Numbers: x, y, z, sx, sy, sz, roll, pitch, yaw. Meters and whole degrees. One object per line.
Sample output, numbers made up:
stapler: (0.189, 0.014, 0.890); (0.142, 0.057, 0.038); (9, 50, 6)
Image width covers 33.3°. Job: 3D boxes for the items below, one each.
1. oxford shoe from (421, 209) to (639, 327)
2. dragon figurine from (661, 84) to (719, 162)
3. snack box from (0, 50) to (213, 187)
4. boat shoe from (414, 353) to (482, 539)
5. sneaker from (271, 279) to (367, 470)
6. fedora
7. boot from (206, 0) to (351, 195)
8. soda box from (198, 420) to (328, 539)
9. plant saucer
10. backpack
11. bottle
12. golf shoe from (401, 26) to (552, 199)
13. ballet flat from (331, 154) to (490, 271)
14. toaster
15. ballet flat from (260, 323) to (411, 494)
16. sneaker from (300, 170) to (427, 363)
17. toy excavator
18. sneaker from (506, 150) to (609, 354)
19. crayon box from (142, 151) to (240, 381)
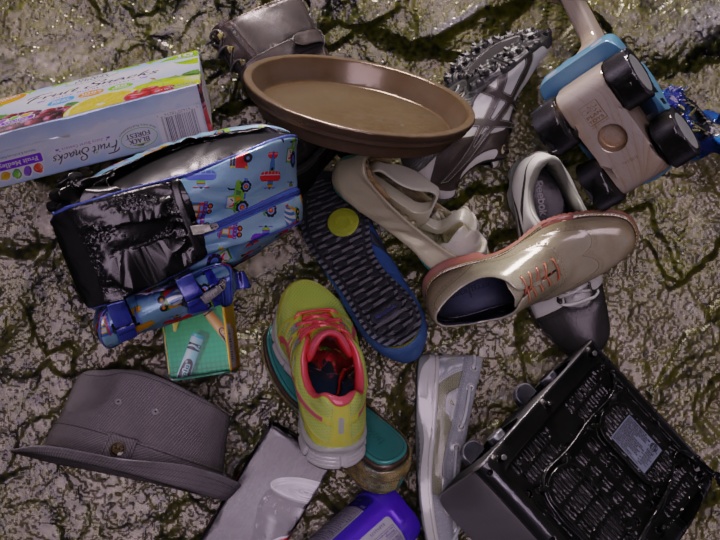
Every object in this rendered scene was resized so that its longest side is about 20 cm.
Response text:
oxford shoe: (0.152, 0.007, 1.055); (0.200, 0.074, 0.071); (-23, 111, 10)
dragon figurine: (0.357, -0.127, 1.123); (0.200, 0.099, 0.059); (11, 87, -1)
snack box: (-0.236, -0.138, 1.081); (0.200, 0.142, 0.053); (-14, 112, -3)
boat shoe: (0.083, 0.177, 1.111); (0.065, 0.074, 0.202); (-1, 80, 2)
sneaker: (-0.029, 0.070, 1.050); (0.078, 0.090, 0.200); (-7, 45, -13)
fedora: (-0.195, 0.139, 1.055); (0.200, 0.177, 0.090); (9, 76, 18)
boot: (-0.087, -0.157, 1.118); (0.200, 0.069, 0.174); (-35, 79, -22)
soda box: (-0.104, 0.242, 1.104); (0.071, 0.063, 0.200); (31, 87, 0)
plant saucer: (-0.002, -0.139, 1.021); (0.200, 0.200, 0.030); (10, 114, -1)
backpack: (-0.134, -0.036, 0.951); (0.200, 0.183, 0.135); (-22, 96, -15)
bottle: (-0.038, 0.274, 1.068); (0.200, 0.084, 0.065); (-38, 87, -25)
golf shoe: (0.115, -0.151, 1.139); (0.200, 0.078, 0.095); (-42, 121, -15)
ballet flat: (0.064, -0.045, 1.100); (0.200, 0.069, 0.070); (35, 86, -16)
toaster: (0.196, 0.192, 1.059); (0.200, 0.119, 0.181); (47, 60, 1)
ballet flat: (-0.028, 0.129, 1.102); (0.071, 0.071, 0.200); (-44, 59, -4)
sneaker: (0.000, 0.000, 1.127); (0.066, 0.078, 0.200); (-28, 69, -2)
toy excavator: (0.214, -0.176, 1.082); (0.100, 0.200, 0.195); (-34, 102, 27)
sneaker: (0.186, -0.014, 1.118); (0.074, 0.089, 0.200); (-19, 89, -4)
crayon box: (-0.151, -0.004, 1.089); (0.058, 0.119, 0.200); (-7, 87, -2)
